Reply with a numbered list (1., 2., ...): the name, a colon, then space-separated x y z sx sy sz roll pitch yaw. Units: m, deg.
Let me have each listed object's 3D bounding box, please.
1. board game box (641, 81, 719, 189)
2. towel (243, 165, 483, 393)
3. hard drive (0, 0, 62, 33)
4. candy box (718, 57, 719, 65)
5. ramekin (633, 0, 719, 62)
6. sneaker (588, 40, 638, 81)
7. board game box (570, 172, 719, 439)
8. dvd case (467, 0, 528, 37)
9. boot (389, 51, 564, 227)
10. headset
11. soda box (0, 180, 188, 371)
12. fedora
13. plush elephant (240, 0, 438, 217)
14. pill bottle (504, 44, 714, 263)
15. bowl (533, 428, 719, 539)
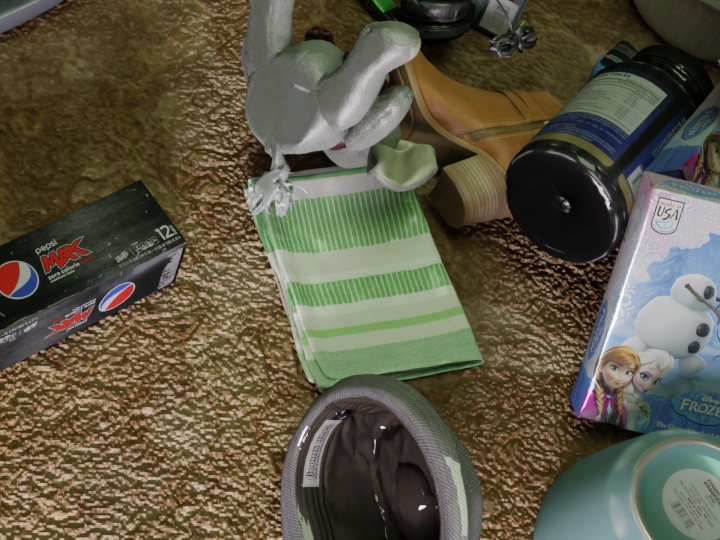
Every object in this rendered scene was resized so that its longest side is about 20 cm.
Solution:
1. board game box: 0.331 -0.053 1.583 0.199 0.043 0.201 -47 120 -38
2. towel: 0.000 0.000 1.543 0.151 0.023 0.201 -9 61 -22
3. hard drive: -0.316 -0.264 1.610 0.199 0.042 0.135 -34 72 -32
4. candy box: 0.382 -0.158 1.553 0.170 0.076 0.200 62 40 -24
5. ramekin: 0.344 -0.290 1.781 0.198 0.105 0.202 8 56 -12
6. sneaker: 0.303 -0.150 1.698 0.198 0.071 0.083 26 60 5
7. board game box: 0.290 0.042 1.494 0.198 0.201 0.043 12 20 -8
8. dvd case: 0.072 -0.306 1.689 0.199 0.147 0.022 30 45 6
9. boot: 0.104 -0.140 1.627 0.154 0.077 0.201 -21 68 -31
10. headset: 0.068 -0.247 1.648 0.199 0.124 0.094 35 37 20
11. soda box: -0.234 0.009 1.443 0.199 0.064 0.071 -28 68 -30
12. fedora: 0.029 0.176 1.376 0.090 0.177 0.201 7 50 -48
13. plush elephant: -0.013 -0.139 1.532 0.164 0.202 0.154 25 18 27
14. pill bottle: 0.214 -0.104 1.573 0.112 0.112 0.200 38 51 10
15. bowl: 0.240 0.202 1.432 0.199 0.105 0.203 7 57 -11
